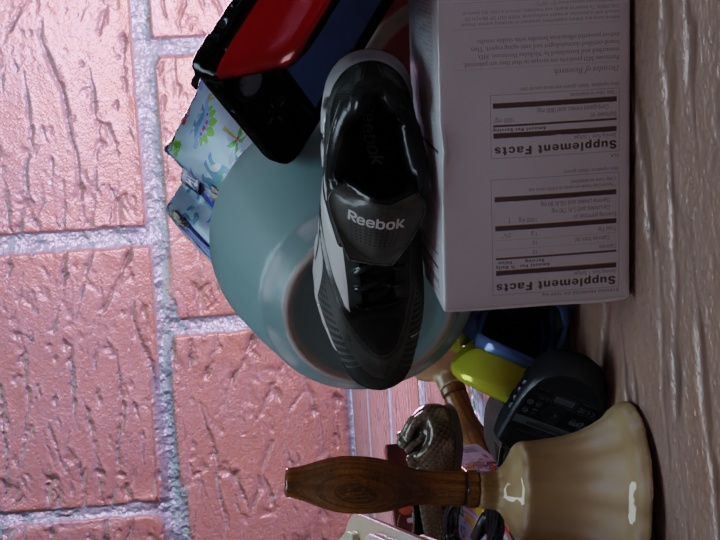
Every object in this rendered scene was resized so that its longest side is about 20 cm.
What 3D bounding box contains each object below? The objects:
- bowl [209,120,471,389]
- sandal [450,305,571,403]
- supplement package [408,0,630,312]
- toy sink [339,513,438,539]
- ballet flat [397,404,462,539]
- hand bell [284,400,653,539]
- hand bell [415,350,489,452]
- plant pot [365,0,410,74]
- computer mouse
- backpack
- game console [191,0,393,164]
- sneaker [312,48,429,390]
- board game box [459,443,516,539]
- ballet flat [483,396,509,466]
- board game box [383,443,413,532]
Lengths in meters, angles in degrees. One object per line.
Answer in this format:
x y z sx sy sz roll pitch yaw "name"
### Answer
0.000 0.000 0.960 0.105 0.199 0.202 -106 12 -59 "bowl"
0.109 0.038 1.008 0.200 0.079 0.088 -102 38 -83 "sandal"
0.089 -0.089 0.828 0.114 0.108 0.202 -113 19 -74 "supplement package"
0.040 0.214 0.836 0.130 0.199 0.113 -5 67 69 "toy sink"
0.050 0.196 1.131 0.067 0.046 0.202 -123 31 -60 "ballet flat"
0.056 0.124 0.817 0.104 0.198 0.105 -178 90 -84 "hand bell"
0.083 0.112 1.250 0.104 0.103 0.201 95 158 -61 "hand bell"
0.034 -0.186 1.061 0.178 0.199 0.202 -115 19 -47 "plant pot"
0.103 0.119 0.928 0.034 0.058 0.201 -77 11 -50 "computer mouse"
-0.040 -0.056 1.115 0.200 0.182 0.148 41 114 42 "backpack"
0.003 -0.170 0.853 0.201 0.118 0.172 -59 -34 -13 "game console"
0.006 -0.023 0.823 0.091 0.066 0.202 -107 16 -78 "sneaker"
0.111 0.225 1.100 0.200 0.034 0.136 -152 57 -73 "board game box"
0.131 0.156 0.971 0.201 0.046 0.068 -110 30 -52 "ballet flat"
0.081 0.243 1.236 0.019 0.102 0.202 94 170 -63 "board game box"
